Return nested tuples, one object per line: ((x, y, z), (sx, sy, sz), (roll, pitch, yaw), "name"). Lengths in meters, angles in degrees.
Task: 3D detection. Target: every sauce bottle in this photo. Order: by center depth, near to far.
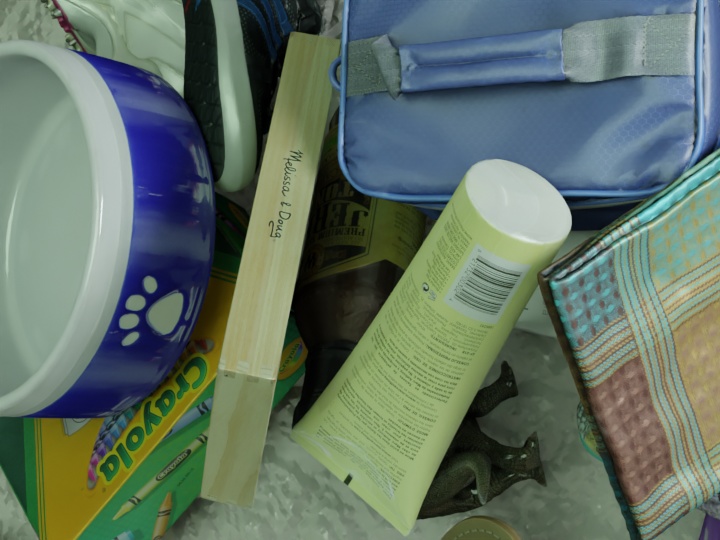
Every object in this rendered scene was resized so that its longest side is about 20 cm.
((0.000, 0.000, 0.942), (0.064, 0.065, 0.201), (-8, 54, 23), "sauce bottle")

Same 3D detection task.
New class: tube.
((0.030, 0.037, 0.813), (0.058, 0.052, 0.200), (-107, 34, -42), "tube")

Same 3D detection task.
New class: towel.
((0.175, 0.011, 0.775), (0.200, 0.147, 0.022), (-33, 27, -20), "towel")

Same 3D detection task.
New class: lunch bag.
((0.080, -0.092, 0.832), (0.199, 0.132, 0.137), (-2, 82, 24), "lunch bag")

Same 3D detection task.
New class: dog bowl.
((-0.169, -0.020, 0.970), (0.200, 0.079, 0.201), (-8, 79, 46), "dog bowl")

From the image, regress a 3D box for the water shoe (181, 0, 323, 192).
((-0.055, -0.134, 0.987), (0.072, 0.079, 0.201), (125, 144, -54), "water shoe")

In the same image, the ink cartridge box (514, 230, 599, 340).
((0.170, -0.021, 0.902), (0.199, 0.084, 0.145), (14, 90, 24), "ink cartridge box")

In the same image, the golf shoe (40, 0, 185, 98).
((-0.135, -0.155, 1.068), (0.091, 0.075, 0.200), (-36, 70, -5), "golf shoe")

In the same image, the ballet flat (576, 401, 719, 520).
((0.200, 0.096, 0.840), (0.200, 0.072, 0.072), (26, 96, -7), "ballet flat")

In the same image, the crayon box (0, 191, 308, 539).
((-0.118, 0.064, 1.017), (0.200, 0.058, 0.119), (-49, 50, 12), "crayon box")

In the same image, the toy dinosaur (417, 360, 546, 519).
((0.041, 0.099, 0.924), (0.102, 0.200, 0.077), (-16, 113, 2), "toy dinosaur")

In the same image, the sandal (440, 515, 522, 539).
((0.087, 0.214, 0.931), (0.077, 0.070, 0.213), (3, 108, 38), "sandal")

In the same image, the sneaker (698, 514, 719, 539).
((0.159, 0.204, 0.893), (0.088, 0.080, 0.201), (10, 86, 40), "sneaker")

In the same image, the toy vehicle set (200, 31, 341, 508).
((-0.044, -0.001, 0.877), (0.026, 0.124, 0.201), (11, 56, -2), "toy vehicle set")
